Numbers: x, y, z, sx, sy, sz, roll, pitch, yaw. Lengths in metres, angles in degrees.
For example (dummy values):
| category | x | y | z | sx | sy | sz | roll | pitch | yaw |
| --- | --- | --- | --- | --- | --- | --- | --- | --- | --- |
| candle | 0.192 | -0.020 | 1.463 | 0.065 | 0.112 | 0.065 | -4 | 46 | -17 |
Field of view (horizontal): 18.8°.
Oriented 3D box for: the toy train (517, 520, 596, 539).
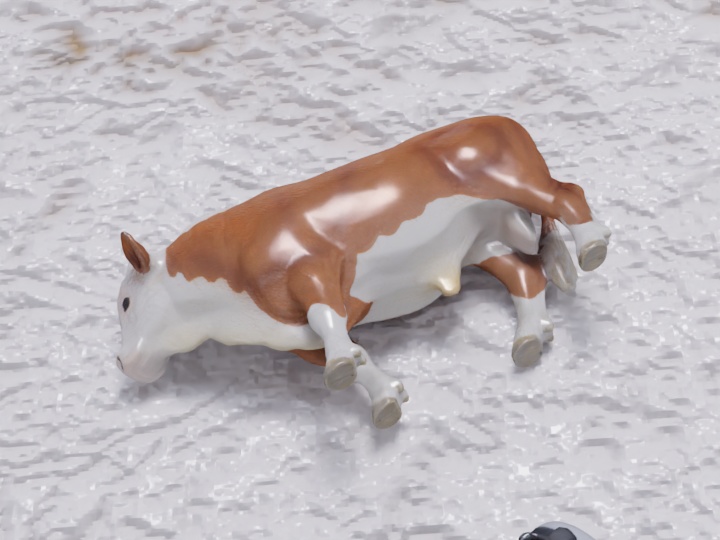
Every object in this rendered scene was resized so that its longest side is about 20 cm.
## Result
| category | x | y | z | sx | sy | sz | roll | pitch | yaw |
| --- | --- | --- | --- | --- | --- | --- | --- | --- | --- |
| toy train | 0.009 | 0.158 | 0.652 | 0.199 | 0.115 | 0.085 | -34 | 49 | -25 |

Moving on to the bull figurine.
| category | x | y | z | sx | sy | sz | roll | pitch | yaw |
| --- | --- | --- | --- | --- | --- | --- | --- | --- | --- |
| bull figurine | 0.000 | 0.000 | 0.860 | 0.199 | 0.065 | 0.122 | -27 | 50 | -17 |
